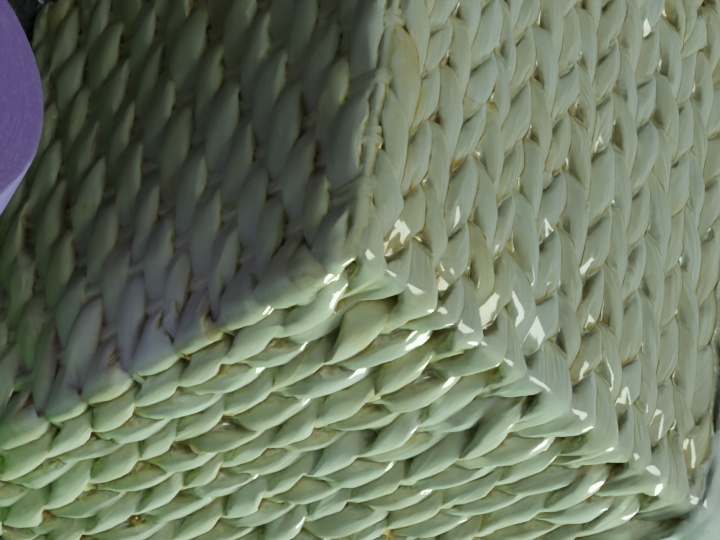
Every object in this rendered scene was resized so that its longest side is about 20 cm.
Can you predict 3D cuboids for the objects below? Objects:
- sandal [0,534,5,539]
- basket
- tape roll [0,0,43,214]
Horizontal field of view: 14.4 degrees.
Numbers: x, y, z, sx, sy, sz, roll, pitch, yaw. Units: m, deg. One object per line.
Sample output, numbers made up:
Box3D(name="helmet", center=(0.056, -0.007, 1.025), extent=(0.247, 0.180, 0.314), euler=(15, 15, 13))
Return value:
Box3D(name="sandal", center=(-0.122, 0.140, 0.834), extent=(0.076, 0.043, 0.200), euler=(-30, 114, -32))
Box3D(name="basket", center=(0.000, 0.000, 0.822), extent=(0.161, 0.198, 0.200), euler=(35, 46, -30))
Box3D(name="tape roll", center=(-0.181, -0.054, 0.697), extent=(0.200, 0.066, 0.200), euler=(26, 30, -16))
